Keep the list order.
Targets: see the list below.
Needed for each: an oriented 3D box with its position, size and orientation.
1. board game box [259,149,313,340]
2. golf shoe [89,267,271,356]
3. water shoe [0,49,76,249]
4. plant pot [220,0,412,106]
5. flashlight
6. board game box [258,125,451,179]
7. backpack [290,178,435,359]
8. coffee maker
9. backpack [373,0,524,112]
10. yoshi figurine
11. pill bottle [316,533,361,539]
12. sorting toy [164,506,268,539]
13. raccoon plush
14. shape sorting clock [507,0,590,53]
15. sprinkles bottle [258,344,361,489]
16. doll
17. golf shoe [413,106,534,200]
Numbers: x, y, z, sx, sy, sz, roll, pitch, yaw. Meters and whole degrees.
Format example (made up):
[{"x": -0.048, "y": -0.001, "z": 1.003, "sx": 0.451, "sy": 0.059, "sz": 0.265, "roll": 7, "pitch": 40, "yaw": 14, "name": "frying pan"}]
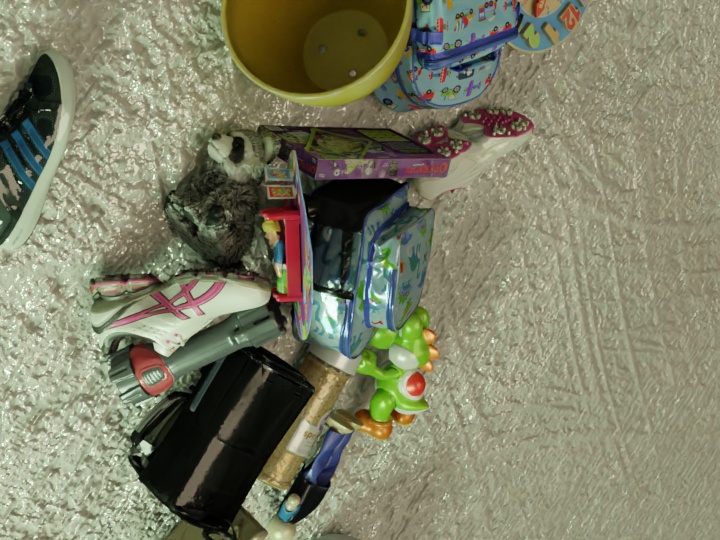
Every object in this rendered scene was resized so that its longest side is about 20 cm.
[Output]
[{"x": -0.085, "y": -0.024, "z": 1.144, "sx": 0.039, "sy": 0.201, "sz": 0.158, "roll": -3, "pitch": 144, "yaw": -11, "name": "board game box"}, {"x": -0.188, "y": 0.043, "z": 1.145, "sx": 0.073, "sy": 0.199, "sz": 0.093, "roll": 6, "pitch": 79, "yaw": -79, "name": "golf shoe"}, {"x": -0.330, "y": -0.115, "z": 1.019, "sx": 0.079, "sy": 0.071, "sz": 0.201, "roll": 10, "pitch": 103, "yaw": -41, "name": "water shoe"}, {"x": -0.031, "y": -0.255, "z": 1.147, "sx": 0.201, "sy": 0.199, "sz": 0.142, "roll": -58, "pitch": 163, "yaw": -2, "name": "plant pot"}, {"x": -0.178, "y": 0.082, "z": 1.188, "sx": 0.199, "sy": 0.068, "sz": 0.068, "roll": -26, "pitch": 157, "yaw": 8, "name": "flashlight"}, {"x": -0.006, "y": -0.138, "z": 1.254, "sx": 0.199, "sy": 0.120, "sz": 0.032, "roll": -4, "pitch": 112, "yaw": -39, "name": "board game box"}, {"x": 0.000, "y": 0.000, "z": 1.279, "sx": 0.183, "sy": 0.146, "sz": 0.201, "roll": -43, "pitch": 149, "yaw": -62, "name": "backpack"}, {"x": -0.145, "y": 0.189, "z": 1.243, "sx": 0.201, "sy": 0.192, "sz": 0.135, "roll": -58, "pitch": 153, "yaw": 1, "name": "coffee maker"}, {"x": 0.097, "y": -0.278, "z": 1.266, "sx": 0.182, "sy": 0.134, "sz": 0.201, "roll": -20, "pitch": 123, "yaw": -33, "name": "backpack"}, {"x": 0.037, "y": 0.122, "z": 1.451, "sx": 0.111, "sy": 0.113, "sz": 0.201, "roll": 5, "pitch": 124, "yaw": -11, "name": "yoshi figurine"}, {"x": -0.040, "y": 0.489, "z": 1.535, "sx": 0.112, "sy": 0.112, "sz": 0.201, "roll": 4, "pitch": 108, "yaw": -42, "name": "pill bottle"}, {"x": -0.198, "y": 0.355, "z": 1.279, "sx": 0.185, "sy": 0.200, "sz": 0.036, "roll": -48, "pitch": 111, "yaw": -12, "name": "sorting toy"}, {"x": -0.137, "y": -0.068, "z": 1.215, "sx": 0.134, "sy": 0.096, "sz": 0.200, "roll": -48, "pitch": 151, "yaw": -24, "name": "raccoon plush"}, {"x": 0.239, "y": -0.383, "z": 1.401, "sx": 0.199, "sy": 0.039, "sz": 0.201, "roll": -19, "pitch": 122, "yaw": -34, "name": "shape sorting clock"}, {"x": -0.074, "y": 0.180, "z": 1.387, "sx": 0.068, "sy": 0.068, "sz": 0.201, "roll": 29, "pitch": 91, "yaw": -45, "name": "sprinkles bottle"}, {"x": -0.064, "y": 0.283, "z": 1.448, "sx": 0.201, "sy": 0.048, "sz": 0.136, "roll": -61, "pitch": 163, "yaw": 9, "name": "doll"}, {"x": 0.144, "y": -0.156, "z": 1.420, "sx": 0.199, "sy": 0.075, "sz": 0.092, "roll": -21, "pitch": 138, "yaw": -30, "name": "golf shoe"}]
